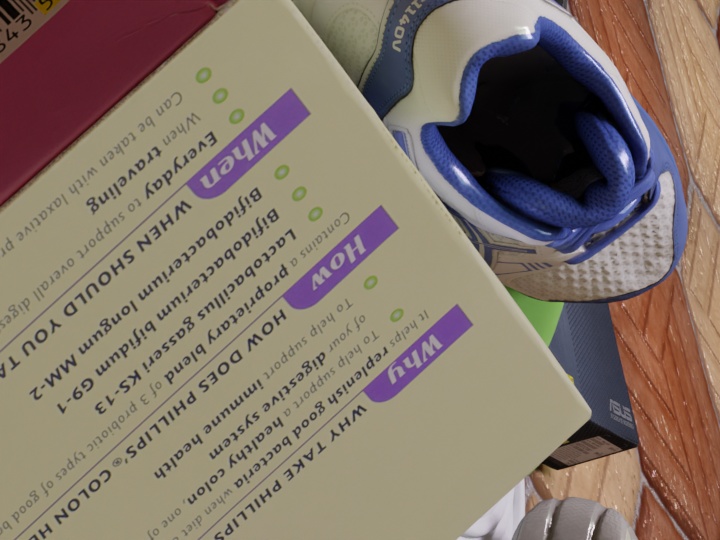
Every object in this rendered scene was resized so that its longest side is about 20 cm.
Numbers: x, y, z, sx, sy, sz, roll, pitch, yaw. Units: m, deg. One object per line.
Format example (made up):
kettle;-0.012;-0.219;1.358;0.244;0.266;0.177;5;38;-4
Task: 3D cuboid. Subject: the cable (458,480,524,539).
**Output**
cable;0.002;0.036;1.083;0.200;0.069;0.200;-40;113;-71

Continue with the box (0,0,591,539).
box;-0.067;0.020;0.697;0.097;0.176;0.200;45;-4;42

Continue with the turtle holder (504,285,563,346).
turtle holder;0.001;-0.011;0.906;0.185;0.141;0.132;17;11;-27

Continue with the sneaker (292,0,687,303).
sneaker;0.046;-0.028;0.769;0.088;0.075;0.200;47;6;39

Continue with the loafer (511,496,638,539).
loafer;0.065;0.186;1.061;0.070;0.070;0.200;57;51;-65

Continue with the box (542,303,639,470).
box;0.065;-0.001;1.319;0.200;0.051;0.158;32;44;-63

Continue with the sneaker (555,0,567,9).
sneaker;0.042;-0.103;1.103;0.200;0.071;0.098;-105;-169;-67
